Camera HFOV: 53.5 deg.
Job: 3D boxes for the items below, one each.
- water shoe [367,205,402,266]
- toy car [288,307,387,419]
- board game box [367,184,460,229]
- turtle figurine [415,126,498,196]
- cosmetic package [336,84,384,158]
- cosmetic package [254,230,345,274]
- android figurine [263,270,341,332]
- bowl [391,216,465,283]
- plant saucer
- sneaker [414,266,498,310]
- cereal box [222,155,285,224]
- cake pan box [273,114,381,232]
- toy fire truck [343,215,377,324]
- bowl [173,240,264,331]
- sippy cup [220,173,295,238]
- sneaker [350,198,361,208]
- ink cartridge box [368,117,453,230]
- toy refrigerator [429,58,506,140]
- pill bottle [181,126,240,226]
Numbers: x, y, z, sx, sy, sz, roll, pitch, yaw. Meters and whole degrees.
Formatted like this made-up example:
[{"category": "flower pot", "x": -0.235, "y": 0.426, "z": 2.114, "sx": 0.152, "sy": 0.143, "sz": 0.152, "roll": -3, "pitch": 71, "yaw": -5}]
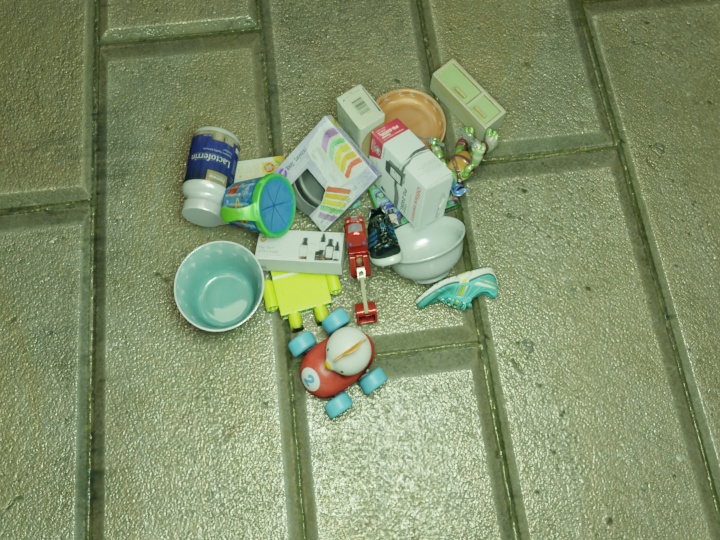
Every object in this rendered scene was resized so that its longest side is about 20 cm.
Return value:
[{"category": "water shoe", "x": 0.042, "y": -0.077, "z": 1.556, "sx": 0.069, "sy": 0.081, "sz": 0.201, "roll": -14, "pitch": 27, "yaw": -3}, {"category": "toy car", "x": -0.043, "y": 0.180, "z": 1.468, "sx": 0.174, "sy": 0.200, "sz": 0.187, "roll": -31, "pitch": 81, "yaw": -12}, {"category": "board game box", "x": 0.124, "y": -0.181, "z": 1.712, "sx": 0.195, "sy": 0.029, "sz": 0.138, "roll": -19, "pitch": 70, "yaw": -8}, {"category": "turtle figurine", "x": 0.236, "y": -0.297, "z": 1.670, "sx": 0.202, "sy": 0.143, "sz": 0.194, "roll": 55, "pitch": 48, "yaw": -9}, {"category": "cosmetic package", "x": 0.001, "y": -0.322, "z": 1.670, "sx": 0.070, "sy": 0.201, "sz": 0.106, "roll": -32, "pitch": 71, "yaw": -13}, {"category": "cosmetic package", "x": -0.134, "y": -0.044, "z": 1.601, "sx": 0.193, "sy": 0.051, "sz": 0.084, "roll": 3, "pitch": 56, "yaw": 5}, {"category": "android figurine", "x": -0.136, "y": 0.032, "z": 1.621, "sx": 0.177, "sy": 0.041, "sz": 0.205, "roll": -12, "pitch": 72, "yaw": -6}, {"category": "bowl", "x": 0.149, "y": -0.035, "z": 1.604, "sx": 0.195, "sy": 0.092, "sz": 0.203, "roll": -15, "pitch": 27, "yaw": 8}, {"category": "plant saucer", "x": 0.114, "y": -0.356, "z": 1.774, "sx": 0.194, "sy": 0.038, "sz": 0.206, "roll": 1, "pitch": 68, "yaw": -1}, {"category": "sneaker", "x": 0.218, "y": 0.051, "z": 1.606, "sx": 0.194, "sy": 0.078, "sz": 0.082, "roll": -16, "pitch": 82, "yaw": -5}, {"category": "cereal box", "x": -0.268, "y": -0.191, "z": 1.702, "sx": 0.194, "sy": 0.040, "sz": 0.148, "roll": -7, "pitch": 69, "yaw": -3}, {"category": "cake pan box", "x": -0.079, "y": -0.219, "z": 1.638, "sx": 0.199, "sy": 0.052, "sz": 0.185, "roll": -40, "pitch": 90, "yaw": 22}, {"category": "toy fire truck", "x": 0.000, "y": 0.000, "z": 1.578, "sx": 0.047, "sy": 0.204, "sz": 0.143, "roll": -8, "pitch": 38, "yaw": 0}, {"category": "bowl", "x": -0.303, "y": 0.049, "z": 1.576, "sx": 0.194, "sy": 0.105, "sz": 0.207, "roll": 0, "pitch": 70, "yaw": -1}, {"category": "sippy cup", "x": -0.231, "y": -0.144, "z": 1.579, "sx": 0.127, "sy": 0.177, "sz": 0.144, "roll": 5, "pitch": 73, "yaw": 33}, {"category": "sneaker", "x": -0.072, "y": -0.231, "z": 1.693, "sx": 0.077, "sy": 0.092, "sz": 0.200, "roll": -39, "pitch": 75, "yaw": -14}, {"category": "ink cartridge box", "x": 0.108, "y": -0.217, "z": 1.618, "sx": 0.082, "sy": 0.147, "sz": 0.201, "roll": -29, "pitch": 62, "yaw": -23}, {"category": "toy refrigerator", "x": 0.267, "y": -0.428, "z": 1.787, "sx": 0.075, "sy": 0.070, "sz": 0.201, "roll": -36, "pitch": 75, "yaw": -14}, {"category": "pill bottle", "x": -0.343, "y": -0.212, "z": 1.627, "sx": 0.112, "sy": 0.116, "sz": 0.206, "roll": 6, "pitch": 70, "yaw": 1}]
